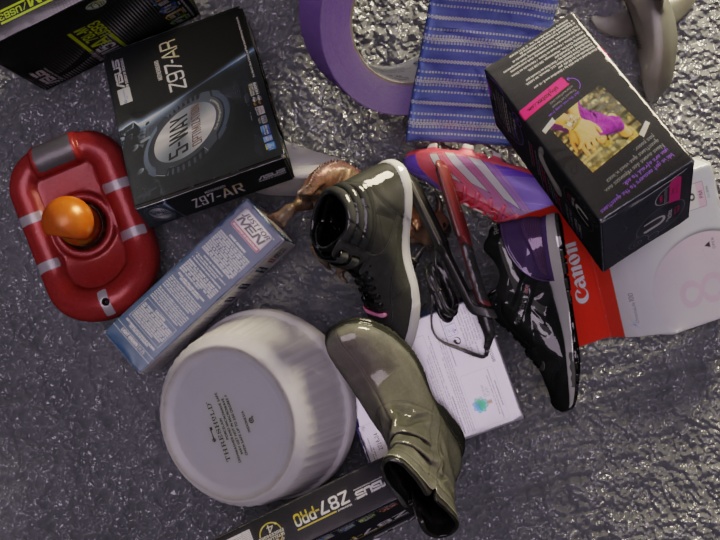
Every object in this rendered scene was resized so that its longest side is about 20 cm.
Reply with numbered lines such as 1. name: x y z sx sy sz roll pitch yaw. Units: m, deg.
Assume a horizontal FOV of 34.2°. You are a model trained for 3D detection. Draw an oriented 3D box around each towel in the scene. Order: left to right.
1. towel: 0.128 -0.222 1.177 0.143 0.024 0.202 0 114 -23

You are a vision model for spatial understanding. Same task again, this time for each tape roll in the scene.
1. tape roll: 0.041 -0.261 1.172 0.198 0.066 0.202 -10 118 -20

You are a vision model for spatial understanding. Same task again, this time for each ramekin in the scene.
1. ramekin: -0.111 0.143 1.179 0.200 0.094 0.205 4 99 24

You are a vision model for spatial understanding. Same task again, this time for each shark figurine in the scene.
1. shark figurine: 0.271 -0.294 1.203 0.214 0.090 0.128 43 90 0

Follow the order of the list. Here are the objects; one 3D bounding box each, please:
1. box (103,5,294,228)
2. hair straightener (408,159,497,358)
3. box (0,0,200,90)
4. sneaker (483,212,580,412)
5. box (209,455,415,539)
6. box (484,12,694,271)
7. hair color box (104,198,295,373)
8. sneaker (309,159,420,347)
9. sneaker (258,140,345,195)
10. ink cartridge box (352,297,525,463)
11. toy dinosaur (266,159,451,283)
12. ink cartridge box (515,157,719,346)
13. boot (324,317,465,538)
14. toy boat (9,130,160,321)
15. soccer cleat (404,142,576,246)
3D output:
1. box: -0.169 -0.160 1.201 0.159 0.044 0.202 -18 63 2
2. hair straightener: 0.082 -0.005 1.172 0.076 0.041 0.202 -20 87 17
3. box: -0.270 -0.255 1.168 0.192 0.200 0.048 -27 87 1
4. sneaker: 0.172 0.045 1.182 0.087 0.076 0.202 -8 99 13
5. box: -0.041 0.259 1.176 0.199 0.161 0.049 -26 71 1
6. box: 0.218 -0.122 1.119 0.106 0.122 0.201 -31 65 0
7. hair color box: -0.164 0.017 1.213 0.200 0.100 0.061 -42 87 1
8. sneaker: 0.000 0.000 1.121 0.099 0.070 0.202 -14 108 -36
9. sneaker: -0.108 -0.128 1.230 0.198 0.075 0.089 3 77 3
10. ink cartridge box: 0.053 0.119 1.215 0.198 0.076 0.138 -20 88 1
11. toy dinosaur: -0.006 -0.068 1.187 0.136 0.200 0.086 -51 48 -1
12. ink cartridge box: 0.276 -0.007 1.194 0.198 0.057 0.164 -19 106 -7
13. boot: 0.036 0.144 1.091 0.067 0.131 0.200 -33 107 20
14. toy boat: -0.289 -0.046 1.203 0.129 0.131 0.202 -22 89 3
15. soccer cleat: 0.140 -0.080 1.215 0.198 0.067 0.077 12 86 -4
